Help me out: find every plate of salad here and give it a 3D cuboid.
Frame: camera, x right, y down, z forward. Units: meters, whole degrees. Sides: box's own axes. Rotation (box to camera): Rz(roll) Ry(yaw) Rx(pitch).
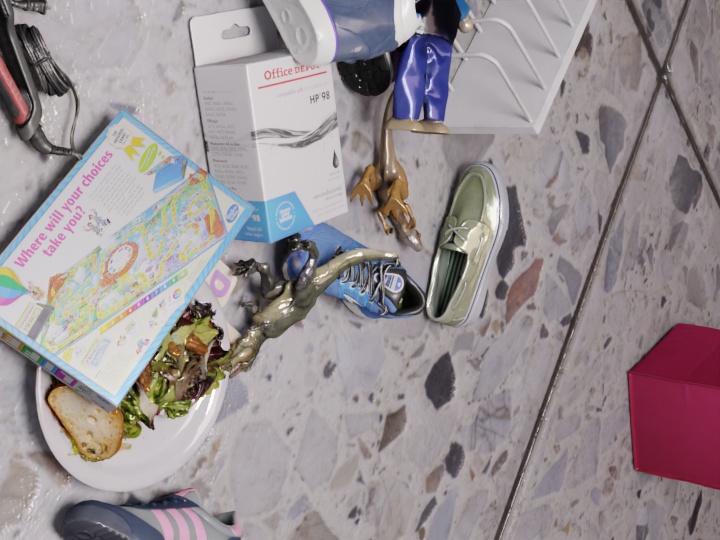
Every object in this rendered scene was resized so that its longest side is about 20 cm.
[{"bbox_3d":[-0.176,0.085,0.869,0.200,0.048,0.201,-7,99,-49],"label":"plate of salad"}]

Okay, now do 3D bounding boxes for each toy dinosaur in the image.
[{"bbox_3d":[0.028,-0.106,1.126,0.106,0.060,0.200,-64,151,-60],"label":"toy dinosaur"},{"bbox_3d":[-0.063,0.014,0.978,0.200,0.047,0.088,-37,129,-8],"label":"toy dinosaur"}]

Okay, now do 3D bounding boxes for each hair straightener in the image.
[{"bbox_3d":[-0.245,-0.171,0.762,0.077,0.041,0.200,-47,125,-37],"label":"hair straightener"}]

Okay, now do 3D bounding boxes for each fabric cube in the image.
[{"bbox_3d":[0.585,0.227,1.757,0.199,0.200,0.197,-29,119,-45],"label":"fabric cube"}]

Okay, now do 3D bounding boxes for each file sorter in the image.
[{"bbox_3d":[0.150,-0.268,1.173,0.125,0.139,0.200,47,60,-42],"label":"file sorter"}]

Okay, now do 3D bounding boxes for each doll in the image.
[{"bbox_3d":[0.060,-0.238,1.036,0.136,0.048,0.201,-1,97,-45],"label":"doll"}]

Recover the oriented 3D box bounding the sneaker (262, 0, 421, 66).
[{"bbox_3d":[-0.022,-0.284,0.942,0.146,0.081,0.200,-22,87,-31],"label":"sneaker"}]

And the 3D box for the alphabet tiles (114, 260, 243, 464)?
[{"bbox_3d":[-0.180,0.064,0.911,0.196,0.015,0.200,48,59,-44],"label":"alphabet tiles"}]

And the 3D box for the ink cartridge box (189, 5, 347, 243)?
[{"bbox_3d":[-0.081,-0.137,0.958,0.116,0.067,0.201,-26,116,-47],"label":"ink cartridge box"}]

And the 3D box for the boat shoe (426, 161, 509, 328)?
[{"bbox_3d":[0.125,-0.030,1.235,0.062,0.072,0.201,4,95,-54],"label":"boat shoe"}]

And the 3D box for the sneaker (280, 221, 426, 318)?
[{"bbox_3d":[0.000,0.000,1.066,0.200,0.089,0.079,26,76,-48],"label":"sneaker"}]

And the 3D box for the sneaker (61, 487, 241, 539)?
[{"bbox_3d":[-0.177,0.222,0.914,0.200,0.070,0.082,43,42,-46],"label":"sneaker"}]

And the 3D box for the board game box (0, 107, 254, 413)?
[{"bbox_3d":[-0.190,-0.011,0.814,0.134,0.034,0.200,38,62,-11],"label":"board game box"}]

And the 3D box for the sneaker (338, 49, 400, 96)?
[{"bbox_3d":[0.007,-0.284,1.053,0.088,0.076,0.200,-48,139,-44],"label":"sneaker"}]
